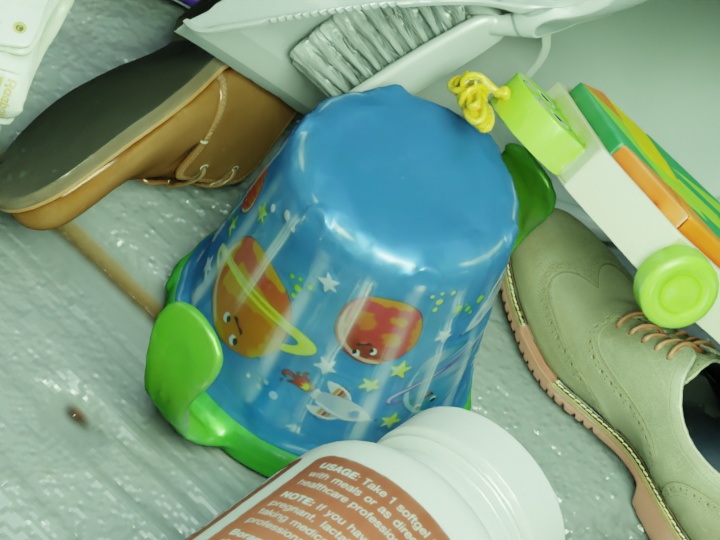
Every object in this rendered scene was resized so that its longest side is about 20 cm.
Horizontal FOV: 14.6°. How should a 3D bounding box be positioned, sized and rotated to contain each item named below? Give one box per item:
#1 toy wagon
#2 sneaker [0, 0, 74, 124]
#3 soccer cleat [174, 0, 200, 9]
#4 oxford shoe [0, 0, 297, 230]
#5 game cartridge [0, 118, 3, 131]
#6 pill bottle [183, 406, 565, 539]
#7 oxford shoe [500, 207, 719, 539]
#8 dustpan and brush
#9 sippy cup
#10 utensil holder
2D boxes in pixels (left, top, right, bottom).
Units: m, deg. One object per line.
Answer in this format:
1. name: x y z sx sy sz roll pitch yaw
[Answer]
1. toy wagon: 0.116 -0.023 1.147 0.200 0.040 0.155 41 12 -29
2. sneaker: -0.190 -0.092 1.127 0.115 0.074 0.200 33 47 8
3. soccer cleat: -0.067 -0.155 1.275 0.199 0.073 0.068 15 49 -11
4. oxford shoe: -0.075 -0.060 1.199 0.071 0.071 0.200 5 31 43
5. game cartridge: -0.212 -0.083 1.183 0.133 0.042 0.200 20 48 -13
6. pill bottle: -0.017 0.133 1.041 0.112 0.112 0.200 45 50 14
7. oxford shoe: 0.129 0.042 1.201 0.071 0.074 0.200 -19 63 -34
8. dustpan and brush: 0.045 -0.100 1.135 0.140 0.200 0.057 30 37 -57
9. sippy cup: 0.000 0.000 1.142 0.139 0.130 0.178 23 48 -5
10. utensil holder: 0.126 -0.142 1.285 0.169 0.170 0.200 11 49 -15
